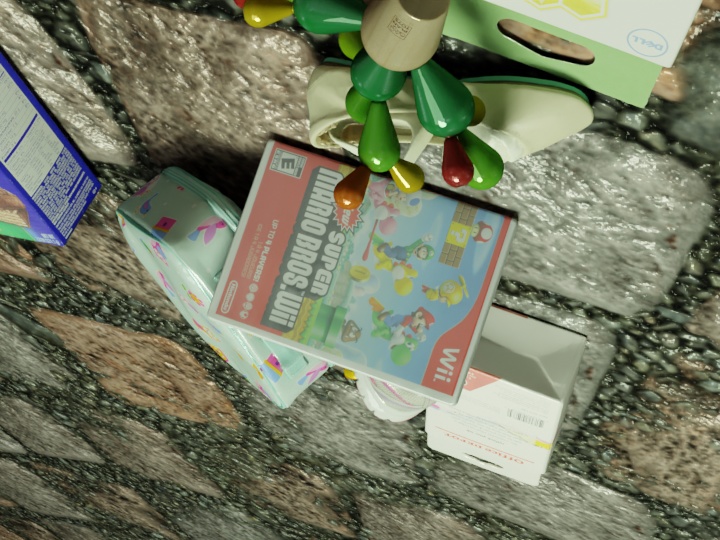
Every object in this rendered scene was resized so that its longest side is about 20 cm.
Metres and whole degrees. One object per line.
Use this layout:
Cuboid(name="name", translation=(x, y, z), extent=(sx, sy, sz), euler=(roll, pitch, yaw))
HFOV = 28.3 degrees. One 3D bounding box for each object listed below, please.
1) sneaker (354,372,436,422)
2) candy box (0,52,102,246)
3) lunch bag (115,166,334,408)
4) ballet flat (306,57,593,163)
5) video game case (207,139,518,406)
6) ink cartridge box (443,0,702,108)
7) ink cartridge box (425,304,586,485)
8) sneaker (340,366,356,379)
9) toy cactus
Cuboid(name="sneaker", translation=(0.014, 0.024, 1.103), extent=(0.201, 0.081, 0.088), euler=(57, 154, -11))
Cuboid(name="candy box", translation=(-0.342, -0.115, 1.210), extent=(0.168, 0.077, 0.200), euler=(10, 150, 29))
Cuboid(name="lunch bag", translation=(-0.104, 0.015, 1.175), extent=(0.160, 0.077, 0.200), euler=(27, 156, 56))
Cuboid(name="ballet flat", translation=(0.050, -0.091, 0.918), extent=(0.199, 0.070, 0.070), euler=(10, 151, 29))
Cuboid(name="video game case", translation=(0.000, 0.000, 1.056), extent=(0.199, 0.144, 0.017), euler=(19, 176, 12))
Cuboid(name="ink cartridge box", translation=(0.108, -0.151, 0.777), extent=(0.145, 0.048, 0.200), euler=(22, 152, 6))
Cuboid(name="ink cartridge box", translation=(0.121, 0.109, 1.239), extent=(0.116, 0.068, 0.200), euler=(20, 153, 11))
Cuboid(name="sneaker", translation=(0.000, 0.046, 1.217), extent=(0.073, 0.077, 0.200), euler=(1, 144, 43))
Cuboid(name="toy cactus", translation=(0.006, -0.121, 0.825), extent=(0.200, 0.102, 0.165), euler=(49, 160, 3))
